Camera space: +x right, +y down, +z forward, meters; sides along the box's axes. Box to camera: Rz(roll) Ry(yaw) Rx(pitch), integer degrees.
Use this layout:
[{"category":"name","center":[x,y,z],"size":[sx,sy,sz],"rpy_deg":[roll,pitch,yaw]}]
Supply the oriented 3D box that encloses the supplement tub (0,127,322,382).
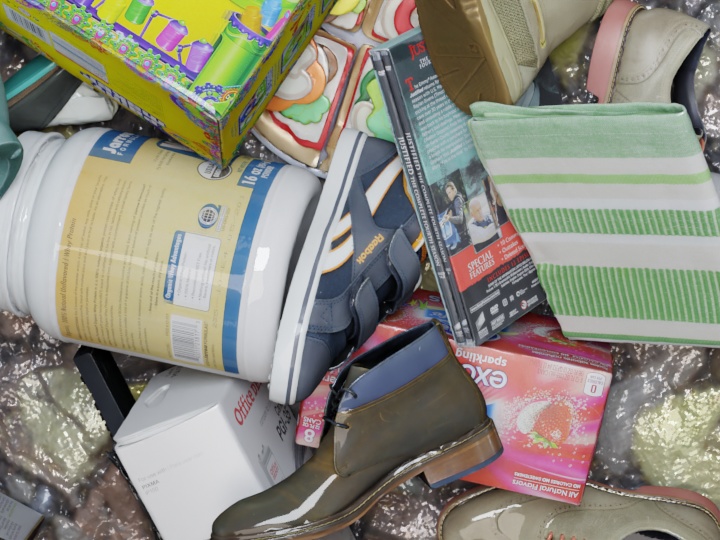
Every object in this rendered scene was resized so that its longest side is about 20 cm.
[{"category":"supplement tub","center":[-0.135,-0.014,1.252],"size":[0.199,0.145,0.145],"rpy_deg":[12,107,8]}]

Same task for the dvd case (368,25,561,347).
[{"category":"dvd case","center":[0.085,-0.071,1.223],"size":[0.022,0.146,0.201],"rpy_deg":[0,114,45]}]

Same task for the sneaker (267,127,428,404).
[{"category":"sneaker","center":[0.000,0.000,1.205],"size":[0.079,0.200,0.079],"rpy_deg":[16,151,3]}]

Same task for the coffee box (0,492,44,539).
[{"category":"coffee box","center":[-0.347,0.190,1.370],"size":[0.200,0.080,0.115],"rpy_deg":[27,106,-1]}]

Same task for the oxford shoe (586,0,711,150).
[{"category":"oxford shoe","center":[0.183,-0.071,1.231],"size":[0.075,0.070,0.201],"rpy_deg":[13,110,25]}]

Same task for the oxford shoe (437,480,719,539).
[{"category":"oxford shoe","center":[0.151,0.183,1.307],"size":[0.199,0.075,0.071],"rpy_deg":[-2,106,7]}]

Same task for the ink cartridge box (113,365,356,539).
[{"category":"ink cartridge box","center":[-0.076,0.165,1.298],"size":[0.083,0.147,0.200],"rpy_deg":[-23,102,12]}]

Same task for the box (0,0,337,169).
[{"category":"box","center":[-0.115,-0.205,1.163],"size":[0.200,0.122,0.193],"rpy_deg":[33,79,4]}]

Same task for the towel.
[{"category":"towel","center":[0.161,-0.026,1.168],"size":[0.152,0.023,0.200],"rpy_deg":[3,137,36]}]

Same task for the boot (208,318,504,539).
[{"category":"boot","center":[-0.015,0.105,1.198],"size":[0.199,0.075,0.097],"rpy_deg":[-21,100,-15]}]

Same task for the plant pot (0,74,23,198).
[{"category":"plant pot","center":[-0.291,-0.080,1.153],"size":[0.134,0.200,0.200],"rpy_deg":[44,106,7]}]

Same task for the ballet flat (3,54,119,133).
[{"category":"ballet flat","center":[-0.174,-0.142,1.267],"size":[0.200,0.068,0.068],"rpy_deg":[-42,106,16]}]

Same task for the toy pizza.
[{"category":"toy pizza","center":[0.000,-0.153,1.260],"size":[0.199,0.032,0.201],"rpy_deg":[2,106,6]}]

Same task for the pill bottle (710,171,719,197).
[{"category":"pill bottle","center":[0.302,0.000,1.227],"size":[0.199,0.112,0.113],"rpy_deg":[15,107,2]}]

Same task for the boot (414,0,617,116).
[{"category":"boot","center":[0.093,-0.214,1.159],"size":[0.073,0.155,0.200],"rpy_deg":[10,131,43]}]

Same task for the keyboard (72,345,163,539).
[{"category":"keyboard","center":[-0.148,0.144,1.311],"size":[0.021,0.127,0.200],"rpy_deg":[-26,101,2]}]

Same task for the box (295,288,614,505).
[{"category":"box","center":[0.065,0.078,1.285],"size":[0.199,0.096,0.100],"rpy_deg":[13,108,3]}]
